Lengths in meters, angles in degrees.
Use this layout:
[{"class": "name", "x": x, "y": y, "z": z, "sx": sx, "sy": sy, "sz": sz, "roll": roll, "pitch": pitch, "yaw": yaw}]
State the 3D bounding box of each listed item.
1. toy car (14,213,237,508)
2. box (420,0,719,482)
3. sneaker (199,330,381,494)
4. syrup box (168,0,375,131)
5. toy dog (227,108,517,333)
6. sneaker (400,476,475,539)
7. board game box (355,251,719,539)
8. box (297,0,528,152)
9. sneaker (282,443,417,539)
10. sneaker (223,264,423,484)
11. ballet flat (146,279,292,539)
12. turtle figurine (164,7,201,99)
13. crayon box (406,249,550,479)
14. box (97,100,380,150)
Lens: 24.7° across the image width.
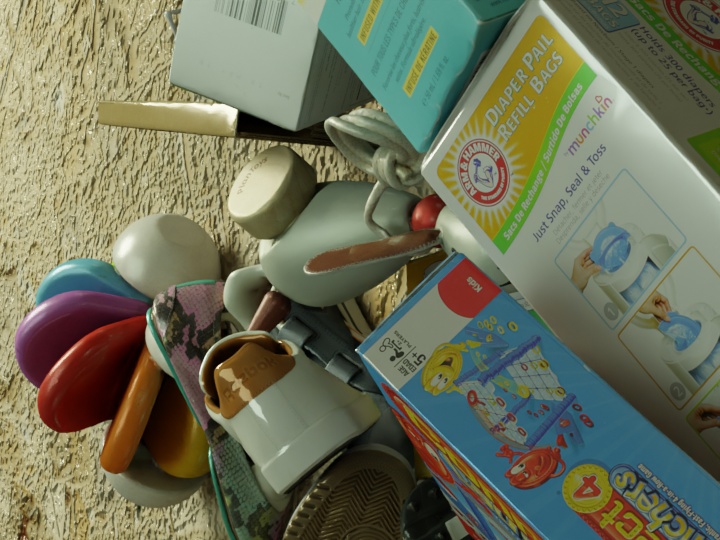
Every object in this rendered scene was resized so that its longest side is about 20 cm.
[{"class": "toy car", "x": -0.174, "y": 0.065, "z": 1.193, "sx": 0.176, "sy": 0.149, "sz": 0.201, "roll": -65, "pitch": 37, "yaw": 33}, {"class": "box", "x": 0.137, "y": -0.014, "z": 0.649, "sx": 0.200, "sy": 0.112, "sz": 0.102, "roll": 51, "pitch": 133, "yaw": 19}, {"class": "sneaker", "x": -0.040, "y": 0.067, "z": 0.875, "sx": 0.085, "sy": 0.073, "sz": 0.200, "roll": 50, "pitch": 174, "yaw": 6}, {"class": "syrup box", "x": -0.017, "y": -0.140, "z": 0.894, "sx": 0.078, "sy": 0.200, "sz": 0.082, "roll": 22, "pitch": 113, "yaw": 18}, {"class": "toy dog", "x": 0.000, "y": 0.000, "z": 0.832, "sx": 0.097, "sy": 0.131, "sz": 0.200, "roll": -64, "pitch": 17, "yaw": -13}, {"class": "sneaker", "x": 0.085, "y": 0.200, "z": 0.826, "sx": 0.201, "sy": 0.066, "sz": 0.091, "roll": 56, "pitch": 163, "yaw": 25}, {"class": "board game box", "x": 0.103, "y": 0.113, "z": 0.639, "sx": 0.056, "sy": 0.196, "sz": 0.200, "roll": -42, "pitch": 58, "yaw": -8}, {"class": "box", "x": -0.004, "y": -0.154, "z": 0.695, "sx": 0.201, "sy": 0.049, "sz": 0.083, "roll": 52, "pitch": 146, "yaw": 19}, {"class": "sneaker", "x": -0.010, "y": 0.168, "z": 0.938, "sx": 0.109, "sy": 0.069, "sz": 0.202, "roll": -69, "pitch": -5, "yaw": -66}, {"class": "sneaker", "x": -0.024, "y": 0.064, "z": 1.009, "sx": 0.200, "sy": 0.079, "sz": 0.079, "roll": 50, "pitch": 128, "yaw": 48}, {"class": "ballet flat", "x": -0.077, "y": 0.100, "z": 1.089, "sx": 0.069, "sy": 0.070, "sz": 0.202, "roll": -70, "pitch": -38, "yaw": -75}, {"class": "turtle figurine", "x": -0.050, "y": -0.193, "z": 1.047, "sx": 0.150, "sy": 0.100, "sz": 0.202, "roll": 36, "pitch": -119, "yaw": -73}, {"class": "crayon box", "x": 0.098, "y": 0.038, "z": 0.821, "sx": 0.199, "sy": 0.058, "sz": 0.120, "roll": -18, "pitch": 71, "yaw": 58}, {"class": "box", "x": -0.045, "y": -0.086, "z": 0.975, "sx": 0.199, "sy": 0.162, "sz": 0.022, "roll": 14, "pitch": 100, "yaw": 59}]
